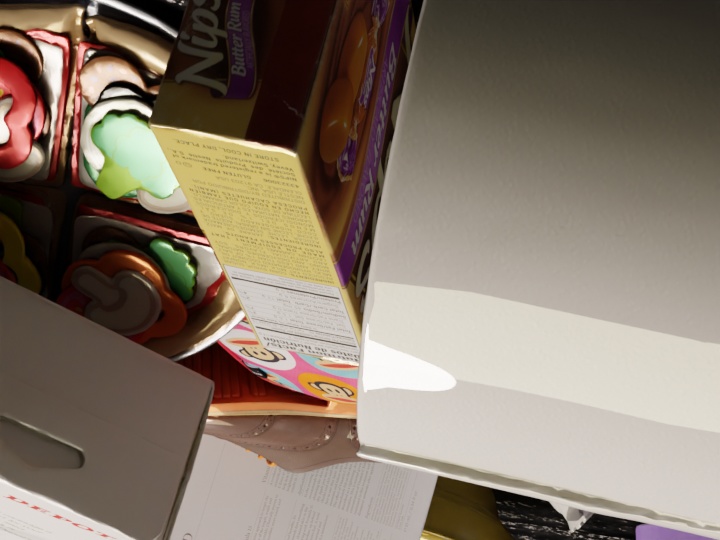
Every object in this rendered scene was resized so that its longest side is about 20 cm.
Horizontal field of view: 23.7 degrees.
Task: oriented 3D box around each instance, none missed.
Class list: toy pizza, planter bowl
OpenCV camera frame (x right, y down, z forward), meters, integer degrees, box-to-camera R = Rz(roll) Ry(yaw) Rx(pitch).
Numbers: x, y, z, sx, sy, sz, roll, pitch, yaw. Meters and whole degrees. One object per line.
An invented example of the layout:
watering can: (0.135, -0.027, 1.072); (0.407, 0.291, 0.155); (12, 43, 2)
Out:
toy pizza: (-0.133, -0.032, 0.761); (0.198, 0.032, 0.202); (6, 124, 8)
planter bowl: (0.029, 0.161, 1.200); (0.199, 0.084, 0.201); (14, 160, 5)

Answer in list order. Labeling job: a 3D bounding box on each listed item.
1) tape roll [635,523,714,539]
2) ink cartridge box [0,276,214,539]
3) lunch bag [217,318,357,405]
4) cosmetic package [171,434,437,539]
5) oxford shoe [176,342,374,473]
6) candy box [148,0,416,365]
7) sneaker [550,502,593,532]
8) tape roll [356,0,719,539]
tape roll: (0.257, 0.185, 0.971); (0.198, 0.086, 0.200); (-1, 169, 0)
ink cartridge box: (-0.179, 0.073, 0.802); (0.146, 0.083, 0.199); (29, 155, -25)
lunch bag: (0.000, 0.000, 0.833); (0.199, 0.082, 0.176); (1, 150, 35)
cosmetic package: (-0.038, 0.138, 1.025); (0.150, 0.202, 0.052); (22, 165, -16)
oxford shoe: (-0.059, 0.083, 0.964); (0.198, 0.072, 0.073); (3, 122, -2)
candy box: (-0.017, -0.054, 0.648); (0.056, 0.118, 0.200); (11, 159, 11)
sneaker: (0.126, 0.103, 1.025); (0.080, 0.076, 0.200); (43, 176, 17)
tape roll: (0.088, -0.027, 0.526); (0.138, 0.204, 0.203); (11, 159, 7)
